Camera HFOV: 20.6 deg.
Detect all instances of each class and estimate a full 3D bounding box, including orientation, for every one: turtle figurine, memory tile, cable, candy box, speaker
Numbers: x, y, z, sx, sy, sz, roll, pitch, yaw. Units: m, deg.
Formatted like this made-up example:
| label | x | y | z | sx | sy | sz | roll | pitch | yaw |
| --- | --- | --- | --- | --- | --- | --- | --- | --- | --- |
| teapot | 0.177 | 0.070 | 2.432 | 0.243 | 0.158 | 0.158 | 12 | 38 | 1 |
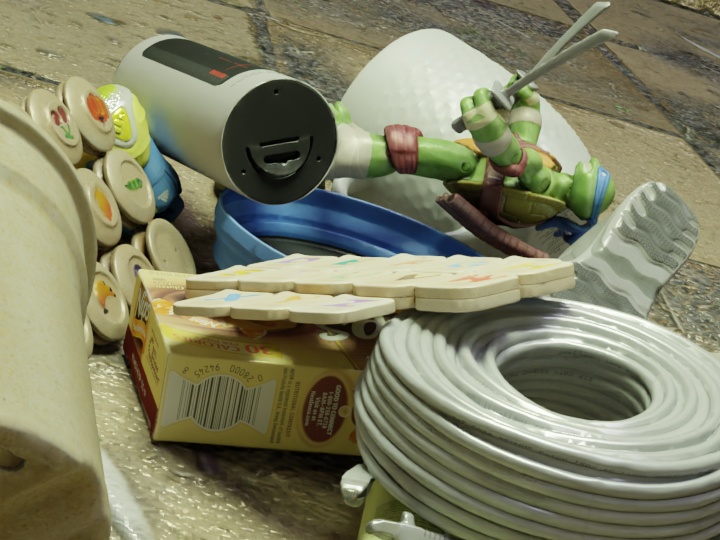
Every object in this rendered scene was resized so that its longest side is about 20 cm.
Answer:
| label | x | y | z | sx | sy | sz | roll | pitch | yaw |
| --- | --- | --- | --- | --- | --- | --- | --- | --- | --- |
| turtle figurine | 0.075 | -0.110 | 1.325 | 0.193 | 0.200 | 0.144 | 2 | 38 | 5 |
| memory tile | -0.163 | -0.032 | 1.137 | 0.154 | 0.017 | 0.200 | 64 | 21 | -5 |
| cable | 0.095 | 0.073 | 0.964 | 0.199 | 0.069 | 0.200 | 11 | 23 | 0 |
| candy box | -0.022 | 0.053 | 1.092 | 0.199 | 0.055 | 0.115 | 7 | 21 | -17 |
| speaker | -0.091 | -0.099 | 1.284 | 0.081 | 0.081 | 0.200 | 9 | 10 | -28 |

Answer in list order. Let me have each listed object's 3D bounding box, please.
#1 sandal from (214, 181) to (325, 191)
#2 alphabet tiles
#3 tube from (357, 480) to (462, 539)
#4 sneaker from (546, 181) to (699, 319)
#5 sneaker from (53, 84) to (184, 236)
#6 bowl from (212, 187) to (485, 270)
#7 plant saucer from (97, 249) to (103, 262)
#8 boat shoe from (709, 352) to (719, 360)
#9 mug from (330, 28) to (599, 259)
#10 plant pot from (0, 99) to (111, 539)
| label | x | y | z | sx | sy | sz | roll | pitch | yaw |
| --- | --- | --- | --- | --- | --- | --- | --- | --- | --- |
| sandal | -0.058 | -0.082 | 1.416 | 0.080 | 0.058 | 0.201 | 6 | -3 | -9 |
| alphabet tiles | 0.007 | 0.005 | 1.037 | 0.200 | 0.015 | 0.195 | 1 | 8 | 41 |
| tube | 0.021 | 0.146 | 0.911 | 0.052 | 0.058 | 0.200 | 61 | 13 | -17 |
| sneaker | 0.138 | 0.027 | 1.235 | 0.075 | 0.082 | 0.200 | 49 | 52 | 4 |
| sneaker | -0.178 | -0.066 | 1.328 | 0.105 | 0.076 | 0.200 | 57 | -15 | -16 |
| bowl | 0.000 | 0.000 | 1.255 | 0.200 | 0.039 | 0.201 | 18 | 16 | -5 |
| plant saucer | -0.232 | -0.070 | 1.201 | 0.200 | 0.032 | 0.200 | 35 | 3 | -2 |
| boat shoe | 0.224 | 0.090 | 1.297 | 0.200 | 0.073 | 0.063 | 11 | 61 | -40 |
| mug | 0.067 | -0.064 | 1.449 | 0.200 | 0.148 | 0.175 | -26 | 51 | -37 |
| plant pot | -0.183 | 0.054 | 0.778 | 0.200 | 0.201 | 0.184 | 9 | 32 | -28 |
